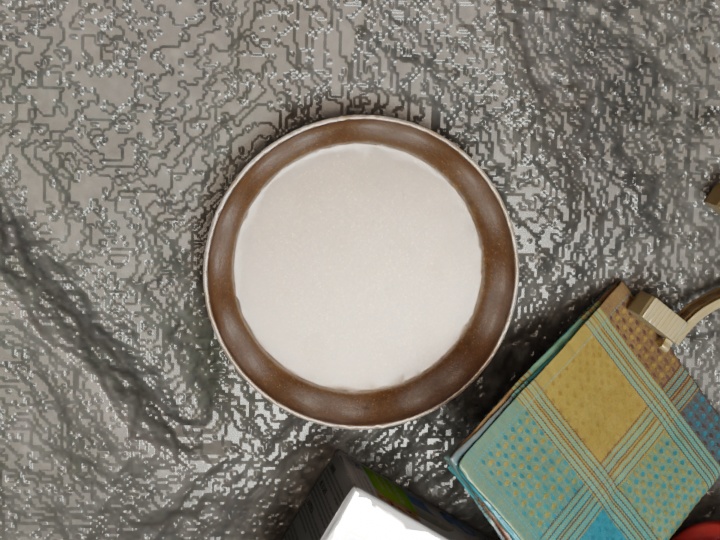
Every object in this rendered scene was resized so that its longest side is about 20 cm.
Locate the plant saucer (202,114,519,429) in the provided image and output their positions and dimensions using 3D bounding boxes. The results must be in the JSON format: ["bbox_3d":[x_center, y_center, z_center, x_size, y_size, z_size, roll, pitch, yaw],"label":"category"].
[{"bbox_3d":[0.000,0.000,1.302,0.200,0.034,0.200,-1,98,-4],"label":"plant saucer"}]

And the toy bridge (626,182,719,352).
[{"bbox_3d":[0.253,-0.030,1.318,0.067,0.027,0.200,36,89,-20],"label":"toy bridge"}]

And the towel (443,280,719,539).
[{"bbox_3d":[0.149,0.116,1.282,0.147,0.022,0.200,54,51,-10],"label":"towel"}]

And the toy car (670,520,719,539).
[{"bbox_3d":[0.253,0.221,1.278,0.150,0.200,0.175,23,115,1],"label":"toy car"}]

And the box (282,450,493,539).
[{"bbox_3d":[0.049,0.215,1.297,0.200,0.112,0.101,31,93,-9],"label":"box"}]
